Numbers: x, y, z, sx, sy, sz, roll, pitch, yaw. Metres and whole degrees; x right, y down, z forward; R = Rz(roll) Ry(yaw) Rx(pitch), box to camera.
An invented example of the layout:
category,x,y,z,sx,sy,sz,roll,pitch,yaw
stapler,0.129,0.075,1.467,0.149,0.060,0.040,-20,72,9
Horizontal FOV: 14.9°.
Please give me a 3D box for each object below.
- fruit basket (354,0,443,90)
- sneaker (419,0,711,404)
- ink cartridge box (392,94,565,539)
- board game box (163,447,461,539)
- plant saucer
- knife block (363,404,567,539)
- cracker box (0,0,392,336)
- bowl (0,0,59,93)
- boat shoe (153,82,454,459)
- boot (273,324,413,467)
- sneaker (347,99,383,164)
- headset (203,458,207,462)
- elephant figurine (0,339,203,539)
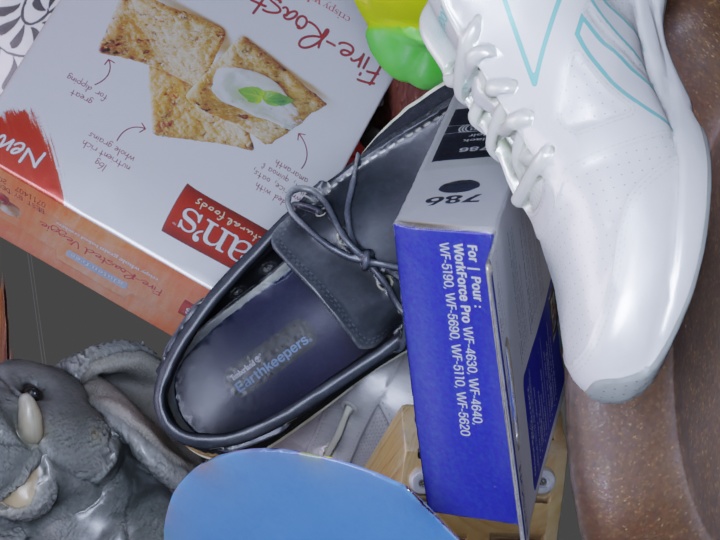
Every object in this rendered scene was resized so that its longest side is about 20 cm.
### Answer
category,x,y,z,sx,sy,sz,roll,pitch,yaw
fruit basket,0.019,-0.171,1.011,0.216,0.155,0.216,-47,33,43
sneaker,0.056,-0.057,0.816,0.070,0.080,0.201,128,142,-63
ink cartridge box,0.042,0.008,0.890,0.200,0.039,0.100,-66,-30,-68
board game box,0.029,0.121,0.894,0.039,0.200,0.158,-49,7,-34
plant saucer,0.108,0.014,0.817,0.200,0.037,0.201,-175,90,-76
knife block,0.016,0.125,1.094,0.176,0.064,0.201,-131,45,-68
cracker box,-0.062,-0.079,1.131,0.200,0.134,0.058,-63,5,-29
bowl,-0.105,-0.074,1.334,0.094,0.200,0.201,-118,33,-48
boat shoe,0.000,0.000,1.014,0.075,0.200,0.062,51,-168,7
boot,-0.020,0.071,1.143,0.074,0.095,0.200,-62,4,-34
sneaker,-0.041,-0.002,1.260,0.071,0.098,0.201,151,119,-70
headset,-0.049,0.050,1.378,0.200,0.094,0.124,-84,5,-64
elephant figurine,-0.116,0.090,1.124,0.200,0.141,0.155,58,152,4
